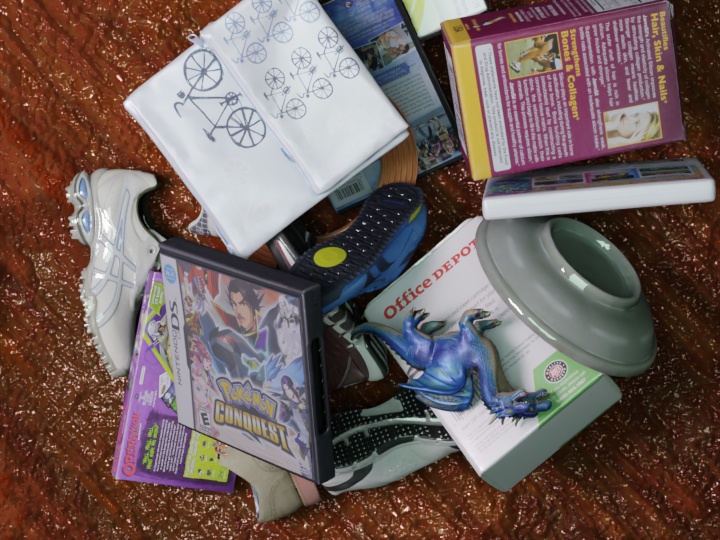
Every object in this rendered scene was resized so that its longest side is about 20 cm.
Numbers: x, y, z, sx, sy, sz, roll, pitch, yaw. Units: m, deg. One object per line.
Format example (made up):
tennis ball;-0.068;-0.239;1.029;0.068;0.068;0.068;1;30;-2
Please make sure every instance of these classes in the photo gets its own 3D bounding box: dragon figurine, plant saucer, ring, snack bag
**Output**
dragon figurine;0.070;0.088;1.633;0.198;0.059;0.100;1;73;21
plant saucer;0.195;0.006;1.664;0.200;0.200;0.050;39;119;1
ring;-0.044;-0.091;1.719;0.198;0.019;0.202;-8;121;-13
snack bag;-0.086;-0.138;1.651;0.199;0.021;0.189;-36;99;0

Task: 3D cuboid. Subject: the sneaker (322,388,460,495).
sneaker;0.043;0.158;1.769;0.198;0.080;0.074;-13;56;-5

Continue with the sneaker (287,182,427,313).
sneaker;0.000;0.000;1.680;0.066;0.200;0.079;17;130;28

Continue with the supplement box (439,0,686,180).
supplement box;0.181;-0.172;1.676;0.198;0.103;0.132;-10;110;0

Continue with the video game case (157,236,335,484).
video game case;-0.103;0.078;1.652;0.199;0.025;0.182;17;119;44

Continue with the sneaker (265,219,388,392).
sneaker;-0.066;0.045;1.739;0.115;0.076;0.201;-27;115;16

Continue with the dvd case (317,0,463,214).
dvd case;0.001;-0.162;1.720;0.142;0.018;0.201;-24;117;6

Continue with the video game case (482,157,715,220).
video game case;0.210;-0.074;1.666;0.198;0.182;0.024;-4;99;6

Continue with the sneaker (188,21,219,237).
sneaker;-0.138;-0.132;1.755;0.080;0.076;0.202;-6;94;12

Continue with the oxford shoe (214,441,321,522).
oxford shoe;-0.109;0.150;1.752;0.073;0.071;0.201;-28;104;-4

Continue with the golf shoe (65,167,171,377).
golf shoe;-0.220;0.001;1.775;0.096;0.078;0.202;-7;95;1

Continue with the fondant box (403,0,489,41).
fondant box;0.004;-0.271;1.734;0.198;0.058;0.145;-22;93;8

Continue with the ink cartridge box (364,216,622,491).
ink cartridge box;0.119;0.074;1.698;0.146;0.084;0.201;-39;63;6

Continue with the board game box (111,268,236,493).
board game box;-0.161;0.107;1.777;0.119;0.032;0.202;10;96;-23
